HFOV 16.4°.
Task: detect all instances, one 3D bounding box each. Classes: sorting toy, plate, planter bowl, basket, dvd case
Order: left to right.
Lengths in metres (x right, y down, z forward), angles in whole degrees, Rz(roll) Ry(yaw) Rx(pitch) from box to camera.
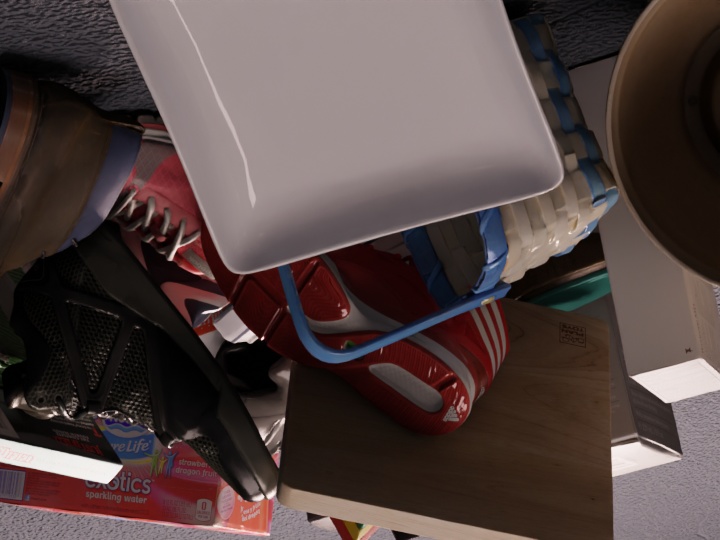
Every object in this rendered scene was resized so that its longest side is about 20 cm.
[{"bbox_3d":[-0.243,0.046,1.551,0.022,0.200,0.146,-48,149,14],"label":"dvd case"},{"bbox_3d":[-0.012,-0.108,1.330,0.199,0.032,0.201,-15,118,13],"label":"plate"},{"bbox_3d":[0.034,-0.051,1.434,0.199,0.177,0.139,-14,166,-21],"label":"basket"},{"bbox_3d":[0.049,0.102,1.532,0.199,0.199,0.070,13,132,-7],"label":"sorting toy"},{"bbox_3d":[0.242,-0.092,1.440,0.199,0.201,0.135,-13,-173,9],"label":"planter bowl"}]

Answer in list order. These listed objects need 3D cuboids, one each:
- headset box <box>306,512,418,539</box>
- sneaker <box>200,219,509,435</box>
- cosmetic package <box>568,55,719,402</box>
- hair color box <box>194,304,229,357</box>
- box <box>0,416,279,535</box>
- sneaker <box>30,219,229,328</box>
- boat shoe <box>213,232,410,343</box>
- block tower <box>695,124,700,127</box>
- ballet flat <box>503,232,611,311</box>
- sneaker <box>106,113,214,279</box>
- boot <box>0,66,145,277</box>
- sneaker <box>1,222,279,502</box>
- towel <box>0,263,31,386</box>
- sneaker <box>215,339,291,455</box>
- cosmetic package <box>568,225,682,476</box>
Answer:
[{"bbox_3d":[0.028,0.093,1.792,0.148,0.201,0.075,-20,158,24],"label":"headset box"},{"bbox_3d":[0.003,0.011,1.518,0.078,0.200,0.116,-53,173,36],"label":"sneaker"},{"bbox_3d":[0.177,-0.026,1.535,0.050,0.201,0.083,-15,160,17],"label":"cosmetic package"},{"bbox_3d":[-0.063,0.021,1.754,0.199,0.064,0.111,-19,160,27],"label":"hair color box"},{"bbox_3d":[-0.168,0.138,1.877,0.199,0.103,0.095,3,172,25],"label":"box"},{"bbox_3d":[-0.137,-0.019,1.600,0.199,0.130,0.079,-44,-174,-41],"label":"sneaker"},{"bbox_3d":[0.000,0.000,1.620,0.200,0.066,0.074,-33,-175,6],"label":"boat shoe"},{"bbox_3d":[0.242,-0.089,1.613,0.054,0.058,0.200,-13,159,8],"label":"block tower"},{"bbox_3d":[0.095,0.012,1.636,0.200,0.073,0.068,-33,160,23],"label":"ballet flat"},{"bbox_3d":[-0.108,-0.040,1.526,0.199,0.087,0.074,4,156,-32],"label":"sneaker"},{"bbox_3d":[-0.197,-0.016,1.438,0.097,0.075,0.201,11,115,-32],"label":"boot"},{"bbox_3d":[-0.137,0.076,1.485,0.114,0.200,0.076,-41,-174,-6],"label":"sneaker"},{"bbox_3d":[-0.210,0.027,1.591,0.023,0.153,0.200,-48,147,16],"label":"towel"},{"bbox_3d":[-0.071,0.077,1.712,0.090,0.076,0.200,14,154,-30],"label":"sneaker"},{"bbox_3d":[0.148,0.036,1.699,0.090,0.201,0.107,-15,164,22],"label":"cosmetic package"}]
